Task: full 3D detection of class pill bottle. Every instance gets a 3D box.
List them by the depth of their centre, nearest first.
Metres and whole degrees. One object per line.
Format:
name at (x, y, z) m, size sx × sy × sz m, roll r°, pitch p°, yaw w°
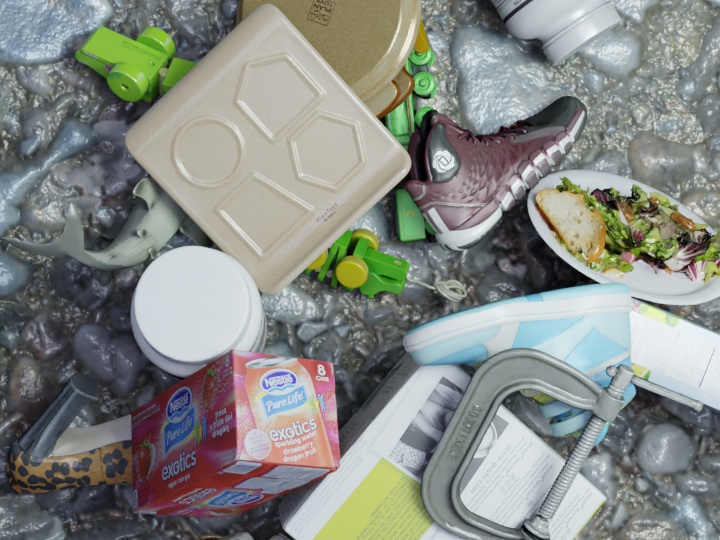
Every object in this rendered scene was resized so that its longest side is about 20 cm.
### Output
pill bottle at (-0.142, 0.042, 1.321) m, size 0.113 × 0.200 × 0.115 m, roll 0°, pitch 81°, yaw -1°
pill bottle at (0.159, -0.297, 1.398) m, size 0.112 × 0.112 × 0.201 m, roll -32°, pitch 90°, yaw -4°

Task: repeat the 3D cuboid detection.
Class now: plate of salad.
plate of salad at (0.249, -0.041, 1.362) m, size 0.199 × 0.200 × 0.048 m, roll 18°, pitch 124°, yaw -2°

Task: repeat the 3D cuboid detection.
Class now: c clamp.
c clamp at (0.148, 0.147, 1.195) m, size 0.170 × 0.027 × 0.201 m, roll 29°, pitch 108°, yaw -8°

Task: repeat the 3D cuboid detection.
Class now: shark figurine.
shark figurine at (-0.221, -0.037, 1.376) m, size 0.089 × 0.214 × 0.129 m, roll -3°, pitch 117°, yaw 36°

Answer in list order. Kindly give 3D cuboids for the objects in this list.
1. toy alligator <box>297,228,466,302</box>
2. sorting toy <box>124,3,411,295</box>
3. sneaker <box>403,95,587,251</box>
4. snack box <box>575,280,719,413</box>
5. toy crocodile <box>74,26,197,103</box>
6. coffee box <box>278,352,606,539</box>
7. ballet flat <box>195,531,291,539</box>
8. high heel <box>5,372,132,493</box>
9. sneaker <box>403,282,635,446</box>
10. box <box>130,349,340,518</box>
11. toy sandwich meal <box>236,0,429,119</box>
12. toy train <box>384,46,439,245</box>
toy alligator at (0.000, 0.000, 1.410) m, size 0.199 × 0.059 × 0.054 m, roll 25°, pitch 127°, yaw -1°
sorting toy at (-0.083, -0.108, 1.354) m, size 0.185 × 0.036 × 0.200 m, roll -42°, pitch 97°, yaw 4°
sneaker at (0.117, -0.121, 1.384) m, size 0.116 × 0.076 × 0.200 m, roll 48°, pitch 69°, yaw -12°
snack box at (0.289, 0.078, 1.359) m, size 0.199 × 0.169 × 0.068 m, roll 21°, pitch 92°, yaw -1°
toy crocodile at (-0.171, -0.173, 1.402) m, size 0.199 × 0.062 × 0.068 m, roll 21°, pitch 55°, yaw 6°
coffee box at (0.065, 0.206, 1.328) m, size 0.198 × 0.200 × 0.200 m, roll 41°, pitch 85°, yaw -1°
ballet flat at (-0.085, 0.267, 1.331) m, size 0.068 × 0.199 × 0.068 m, roll -27°, pitch 107°, yaw -45°
high heel at (-0.225, 0.192, 1.401) m, size 0.199 × 0.072 × 0.143 m, roll 34°, pitch 115°, yaw -17°
sneaker at (0.138, 0.087, 1.219) m, size 0.199 × 0.080 × 0.132 m, roll -9°, pitch 86°, yaw -13°
box at (-0.111, 0.143, 1.275) m, size 0.099 × 0.200 × 0.096 m, roll 10°, pitch 65°, yaw -31°
toy sandwich meal at (-0.022, -0.229, 1.401) m, size 0.204 × 0.070 × 0.207 m, roll -2°, pitch 84°, yaw 20°
toy train at (0.050, -0.122, 1.424) m, size 0.056 × 0.042 × 0.202 m, roll -6°, pitch 88°, yaw 8°
